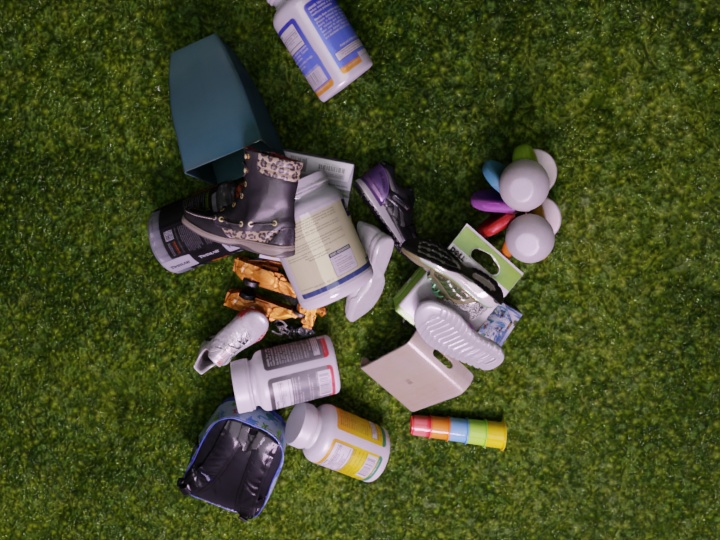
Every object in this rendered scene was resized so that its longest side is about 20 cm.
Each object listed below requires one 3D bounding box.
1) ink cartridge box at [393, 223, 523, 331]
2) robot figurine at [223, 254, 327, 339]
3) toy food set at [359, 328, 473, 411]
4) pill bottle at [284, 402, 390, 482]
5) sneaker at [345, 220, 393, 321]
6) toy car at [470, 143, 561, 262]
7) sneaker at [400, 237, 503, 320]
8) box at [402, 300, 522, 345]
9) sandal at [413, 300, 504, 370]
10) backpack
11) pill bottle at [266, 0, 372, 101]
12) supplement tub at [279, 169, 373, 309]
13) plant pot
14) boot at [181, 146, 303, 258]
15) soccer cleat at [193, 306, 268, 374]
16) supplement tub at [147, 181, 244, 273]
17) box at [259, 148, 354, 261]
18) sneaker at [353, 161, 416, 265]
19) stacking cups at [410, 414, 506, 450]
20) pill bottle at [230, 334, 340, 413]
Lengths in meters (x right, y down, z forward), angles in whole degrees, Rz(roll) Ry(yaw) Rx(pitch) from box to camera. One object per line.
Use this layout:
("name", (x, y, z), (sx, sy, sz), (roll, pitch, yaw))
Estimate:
("ink cartridge box", (0.176, 0.032, 1.068), (0.147, 0.076, 0.201), (38, 101, -9))
("robot figurine", (-0.156, 0.046, 1.122), (0.195, 0.058, 0.148), (18, 106, -4))
("toy food set", (0.103, 0.189, 1.120), (0.143, 0.061, 0.199), (41, 140, -10))
("pill bottle", (-0.047, 0.335, 1.156), (0.197, 0.113, 0.114), (28, 105, -23))
("sneaker", (0.000, 0.000, 1.109), (0.088, 0.074, 0.204), (37, 126, 28))
("toy car", (0.269, -0.115, 1.028), (0.146, 0.175, 0.205), (-3, 109, 27))
("sneaker", (0.144, 0.023, 0.996), (0.197, 0.077, 0.089), (33, 120, -3))
("box", (0.197, 0.088, 1.143), (0.197, 0.040, 0.139), (30, 103, -8))
("sandal", (0.169, 0.111, 1.027), (0.201, 0.050, 0.082), (37, 120, -22))
("backpack", (-0.239, 0.357, 1.166), (0.179, 0.148, 0.203), (25, 109, -6))
("pill bottle", (-0.075, -0.397, 0.964), (0.111, 0.112, 0.202), (-32, 104, 9))
("supplement tub", (-0.076, -0.053, 1.000), (0.142, 0.145, 0.204), (-23, 97, 7))
("plant pot", (-0.234, -0.272, 0.978), (0.138, 0.141, 0.205), (-18, 86, 8))
("boot", (-0.181, -0.115, 0.911), (0.195, 0.073, 0.155), (17, 105, 17))
("soccer cleat", (-0.245, 0.137, 1.101), (0.198, 0.086, 0.069), (-29, 113, 35))
("supplement tub", (-0.266, -0.081, 1.039), (0.195, 0.123, 0.125), (-18, 106, 15))
("box", (-0.100, -0.112, 1.084), (0.151, 0.041, 0.206), (9, 105, -2))
("sneaker", (0.077, -0.105, 1.071), (0.087, 0.076, 0.202), (-37, 110, -4))
("stacking cups", (0.200, 0.333, 1.210), (0.194, 0.061, 0.062), (5, 107, 3))
("pill bottle", (-0.144, 0.200, 1.115), (0.194, 0.114, 0.117), (-11, 107, -12))
